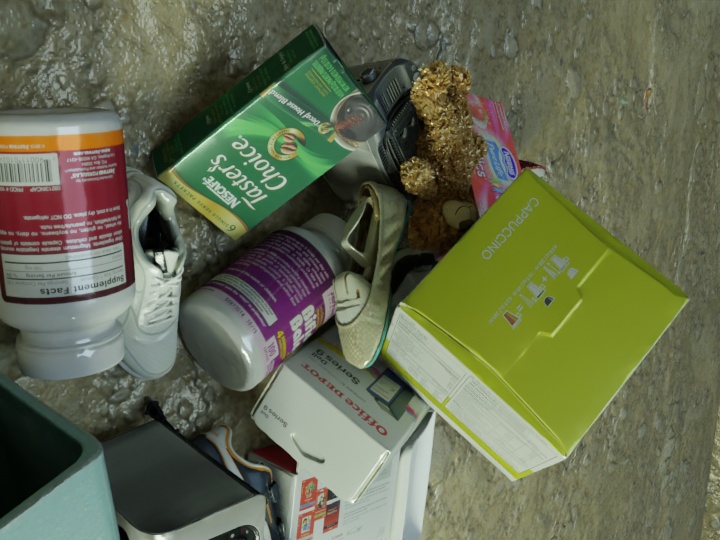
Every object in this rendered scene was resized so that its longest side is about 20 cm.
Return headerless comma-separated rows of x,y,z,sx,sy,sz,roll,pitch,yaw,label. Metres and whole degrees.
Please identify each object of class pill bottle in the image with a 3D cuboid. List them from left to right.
-0.239,-0.024,0.617,0.112,0.112,0.203,-17,112,-47,pill bottle
-0.085,0.024,0.817,0.200,0.111,0.113,-41,128,-36,pill bottle

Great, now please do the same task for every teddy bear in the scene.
0.093,-0.120,0.818,0.145,0.066,0.203,17,80,-63,teddy bear

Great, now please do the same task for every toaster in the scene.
-0.185,0.249,0.703,0.118,0.199,0.183,-13,117,-45,toaster
0.020,-0.145,0.890,0.114,0.128,0.201,-55,135,-25,toaster

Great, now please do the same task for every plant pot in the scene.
-0.292,0.219,0.560,0.195,0.195,0.202,-37,134,-39,plant pot

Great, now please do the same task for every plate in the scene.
0.067,0.312,1.091,0.200,0.032,0.203,-19,115,-74,plate

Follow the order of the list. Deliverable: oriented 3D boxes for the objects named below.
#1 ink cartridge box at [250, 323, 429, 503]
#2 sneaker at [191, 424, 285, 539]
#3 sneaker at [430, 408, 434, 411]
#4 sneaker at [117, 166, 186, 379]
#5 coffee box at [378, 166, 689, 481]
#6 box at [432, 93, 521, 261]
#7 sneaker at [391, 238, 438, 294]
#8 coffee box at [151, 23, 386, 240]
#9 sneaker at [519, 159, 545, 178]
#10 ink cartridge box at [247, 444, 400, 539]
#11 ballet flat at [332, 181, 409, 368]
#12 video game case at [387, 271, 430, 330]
-0.006,0.142,0.863,0.088,0.145,0.200,-59,167,26,ink cartridge box
-0.116,0.256,0.827,0.079,0.078,0.201,-41,106,-36,sneaker
0.083,0.158,1.057,0.198,0.140,0.079,12,65,-27,sneaker
-0.194,0.010,0.707,0.075,0.080,0.203,-24,118,-47,sneaker
0.161,0.061,0.786,0.200,0.200,0.198,-45,168,-17,coffee box
0.139,-0.115,0.983,0.101,0.095,0.203,8,60,-33,box
0.084,-0.026,1.025,0.199,0.088,0.078,-9,126,-46,sneaker
-0.086,-0.125,0.744,0.199,0.044,0.123,-34,139,11,coffee box
0.207,-0.119,1.178,0.198,0.077,0.083,-23,121,-35,sneaker
-0.042,0.254,0.946,0.199,0.083,0.178,-1,101,-51,ink cartridge box
0.000,0.000,0.798,0.062,0.067,0.202,27,61,-30,ballet flat
0.081,0.071,1.027,0.199,0.023,0.183,-6,136,-50,video game case
